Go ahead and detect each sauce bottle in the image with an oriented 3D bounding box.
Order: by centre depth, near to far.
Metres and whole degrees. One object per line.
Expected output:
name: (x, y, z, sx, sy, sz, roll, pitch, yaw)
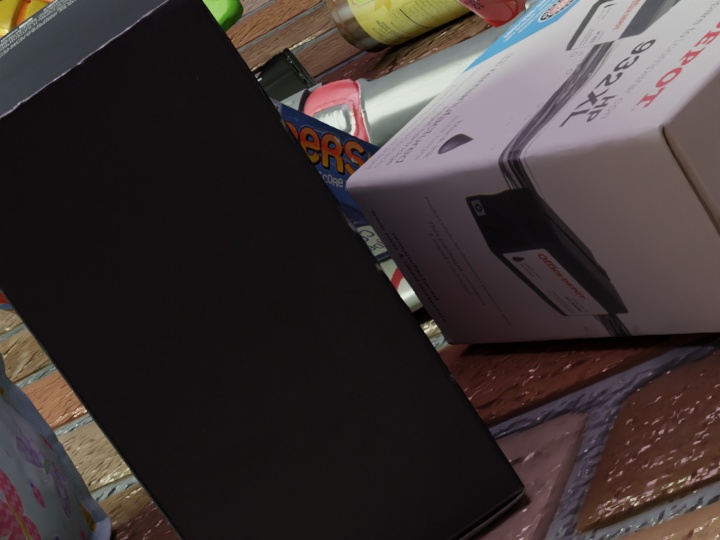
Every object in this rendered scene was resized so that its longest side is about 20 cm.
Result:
sauce bottle: (0.067, -0.187, 1.336, 0.199, 0.065, 0.065, -22, 21, 40)

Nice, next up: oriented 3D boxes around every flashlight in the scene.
flashlight: (0.045, -0.081, 1.093, 0.199, 0.068, 0.068, -20, 31, 32)

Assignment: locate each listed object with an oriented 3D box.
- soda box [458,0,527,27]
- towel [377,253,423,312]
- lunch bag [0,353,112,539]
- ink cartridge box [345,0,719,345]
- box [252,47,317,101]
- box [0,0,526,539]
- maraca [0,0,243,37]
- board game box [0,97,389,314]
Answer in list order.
soda box: (0.137, -0.161, 1.078, 0.199, 0.070, 0.064, -14, 53, 50)
towel: (0.000, 0.000, 1.024, 0.199, 0.023, 0.144, -28, 20, 31)
lunch bag: (-0.197, 0.129, 0.874, 0.169, 0.128, 0.200, -31, 7, 6)
ink cartridge box: (0.109, -0.051, 0.826, 0.145, 0.084, 0.200, -43, 18, -25)
box: (-0.100, -0.040, 1.290, 0.199, 0.049, 0.160, -36, 14, 1)
box: (-0.052, 0.003, 0.798, 0.104, 0.201, 0.182, -34, 16, 0)
maraca: (-0.163, -0.115, 1.341, 0.199, 0.137, 0.107, -33, -29, -5)
board game box: (-0.085, -0.019, 0.992, 0.199, 0.135, 0.035, -21, 57, 42)
